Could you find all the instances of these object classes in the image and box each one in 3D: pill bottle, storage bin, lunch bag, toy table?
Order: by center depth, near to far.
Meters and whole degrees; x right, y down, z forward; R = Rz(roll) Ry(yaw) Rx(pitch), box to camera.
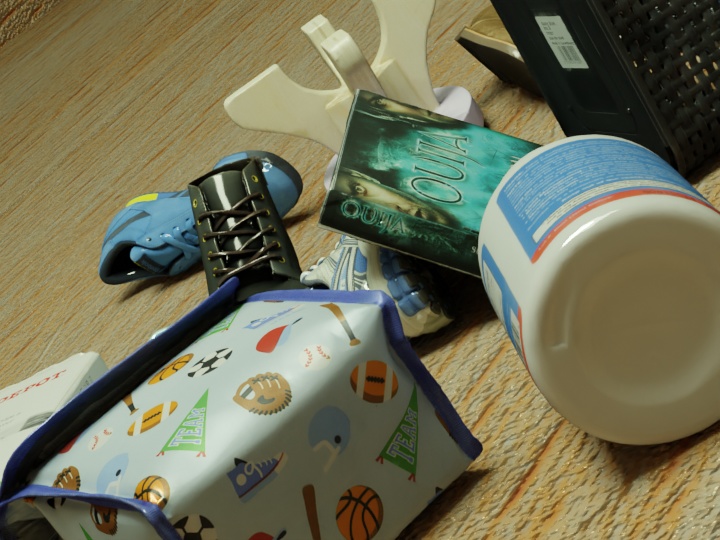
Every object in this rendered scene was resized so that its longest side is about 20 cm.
[{"bbox_3d":[0.115,-0.002,1.005,0.112,0.113,0.200,-30,16,4],"label":"pill bottle"},{"bbox_3d":[-0.075,0.091,1.043,0.170,0.124,0.200,-40,21,-27],"label":"lunch bag"},{"bbox_3d":[0.149,-0.161,1.258,0.094,0.201,0.135,-34,16,-14],"label":"storage bin"},{"bbox_3d":[0.006,-0.129,1.573,0.184,0.117,0.200,-38,15,-11],"label":"toy table"}]

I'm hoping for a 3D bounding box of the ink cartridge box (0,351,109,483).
[{"bbox_3d":[-0.216,0.146,1.226,0.146,0.085,0.200,-24,17,24],"label":"ink cartridge box"}]

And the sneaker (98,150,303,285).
[{"bbox_3d":[-0.125,-0.031,1.652,0.199,0.066,0.079,-19,32,40],"label":"sneaker"}]

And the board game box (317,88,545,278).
[{"bbox_3d":[0.050,-0.050,1.268,0.200,0.135,0.028,-79,7,-69],"label":"board game box"}]

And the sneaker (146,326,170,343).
[{"bbox_3d":[-0.105,0.085,1.208,0.074,0.082,0.200,-32,16,0],"label":"sneaker"}]

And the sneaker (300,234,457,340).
[{"bbox_3d":[0.000,0.000,1.292,0.085,0.077,0.200,-36,13,10],"label":"sneaker"}]

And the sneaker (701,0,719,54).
[{"bbox_3d":[0.285,-0.181,1.320,0.200,0.077,0.076,-41,20,49],"label":"sneaker"}]

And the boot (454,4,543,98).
[{"bbox_3d":[0.119,-0.176,1.574,0.076,0.074,0.200,-48,13,5],"label":"boot"}]

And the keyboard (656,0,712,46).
[{"bbox_3d":[0.203,-0.189,1.544,0.104,0.040,0.200,-34,15,-12],"label":"keyboard"}]

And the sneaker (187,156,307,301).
[{"bbox_3d":[-0.075,-0.003,1.353,0.074,0.107,0.200,-20,15,-2],"label":"sneaker"}]
